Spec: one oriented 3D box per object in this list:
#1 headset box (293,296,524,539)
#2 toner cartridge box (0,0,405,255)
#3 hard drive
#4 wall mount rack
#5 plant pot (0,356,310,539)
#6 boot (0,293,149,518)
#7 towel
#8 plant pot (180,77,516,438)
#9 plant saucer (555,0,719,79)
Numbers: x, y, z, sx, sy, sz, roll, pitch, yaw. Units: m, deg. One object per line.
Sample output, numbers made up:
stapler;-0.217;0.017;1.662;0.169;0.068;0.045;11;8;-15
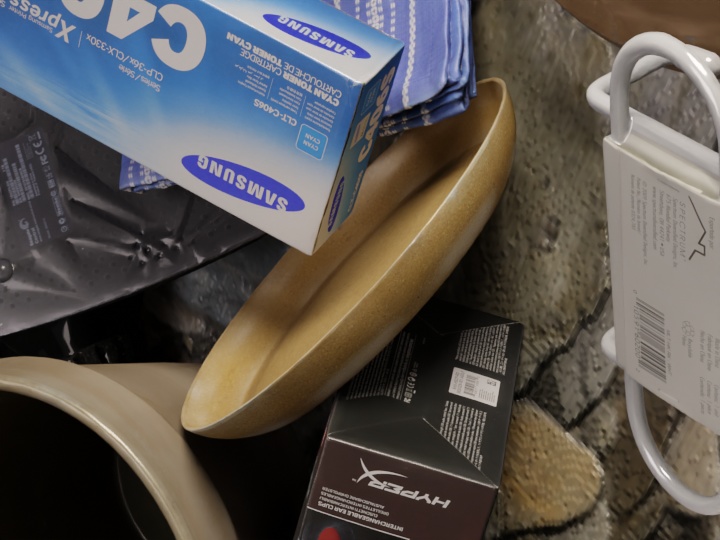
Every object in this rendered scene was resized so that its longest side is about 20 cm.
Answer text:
headset box;0.006;0.130;0.932;0.074;0.149;0.201;16;116;1
toner cartridge box;-0.086;-0.096;0.929;0.199;0.043;0.096;28;130;12
hard drive;-0.114;-0.054;1.058;0.199;0.042;0.136;-22;77;11
wall mount rack;0.155;0.005;0.774;0.173;0.074;0.201;34;141;45
plant pot;-0.114;0.122;1.004;0.198;0.173;0.202;7;106;25
boot;-0.127;0.042;1.136;0.158;0.079;0.212;58;139;31
towel;-0.034;-0.121;0.979;0.199;0.024;0.146;-13;71;34
plant pot;0.000;0.000;0.919;0.027;0.201;0.200;42;138;-11
plant saucer;0.118;-0.155;0.781;0.199;0.029;0.201;21;133;25
